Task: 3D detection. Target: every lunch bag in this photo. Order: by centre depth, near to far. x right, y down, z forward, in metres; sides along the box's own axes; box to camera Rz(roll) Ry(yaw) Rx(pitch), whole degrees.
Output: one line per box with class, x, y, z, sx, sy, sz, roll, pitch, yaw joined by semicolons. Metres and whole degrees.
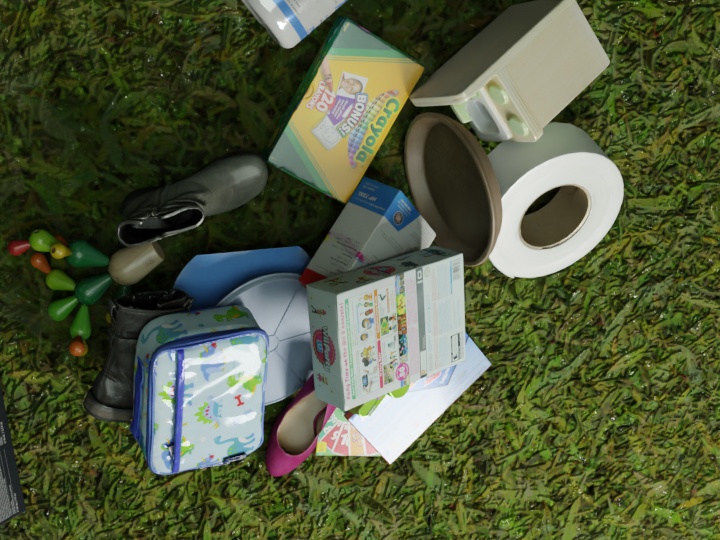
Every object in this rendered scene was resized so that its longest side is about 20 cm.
lunch bag;-0.196;0.148;1.347;0.160;0.082;0.201;-6;122;-27

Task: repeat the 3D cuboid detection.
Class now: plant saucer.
plant saucer;0.117;-0.103;1.382;0.029;0.200;0.201;-22;110;-21

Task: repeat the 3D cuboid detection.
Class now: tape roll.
tape roll;0.235;-0.088;1.435;0.201;0.071;0.203;-15;135;-16

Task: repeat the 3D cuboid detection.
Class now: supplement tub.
supplement tub;-0.053;-0.370;1.296;0.200;0.132;0.132;-40;110;2

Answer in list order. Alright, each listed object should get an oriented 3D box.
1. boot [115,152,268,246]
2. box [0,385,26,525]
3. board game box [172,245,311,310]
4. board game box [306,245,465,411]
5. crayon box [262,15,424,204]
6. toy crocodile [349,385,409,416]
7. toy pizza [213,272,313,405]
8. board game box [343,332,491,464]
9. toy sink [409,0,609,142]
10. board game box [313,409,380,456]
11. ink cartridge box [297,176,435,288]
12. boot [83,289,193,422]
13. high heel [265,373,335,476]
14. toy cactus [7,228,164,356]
boot;-0.198;-0.078;1.349;0.199;0.131;0.068;-20;110;-6
box;-0.505;0.232;1.363;0.078;0.141;0.202;5;110;30
board game box;-0.151;0.032;1.439;0.198;0.039;0.159;-6;124;-16
board game box;0.035;0.066;1.351;0.199;0.064;0.149;-17;113;-36
crayon box;-0.023;-0.200;1.391;0.118;0.058;0.201;27;98;-18
toy crocodile;0.049;0.109;1.466;0.200;0.067;0.062;-48;121;-12
toy pizza;-0.123;0.087;1.430;0.199;0.032;0.201;-16;126;-23
board game box;0.080;0.163;1.525;0.200;0.019;0.103;-44;119;-5
toy sink;0.183;-0.229;1.365;0.200;0.130;0.112;-43;112;-17
board game box;-0.007;0.157;1.519;0.095;0.030;0.202;3;103;-13
ink cartridge box;0.000;0.000;1.400;0.201;0.067;0.116;-57;141;-11
boot;-0.242;0.103;1.377;0.199;0.069;0.175;1;122;-46
high heel;-0.077;0.206;1.465;0.067;0.096;0.200;39;108;1
toy cactus;-0.319;0.014;1.362;0.164;0.102;0.201;-30;109;8
